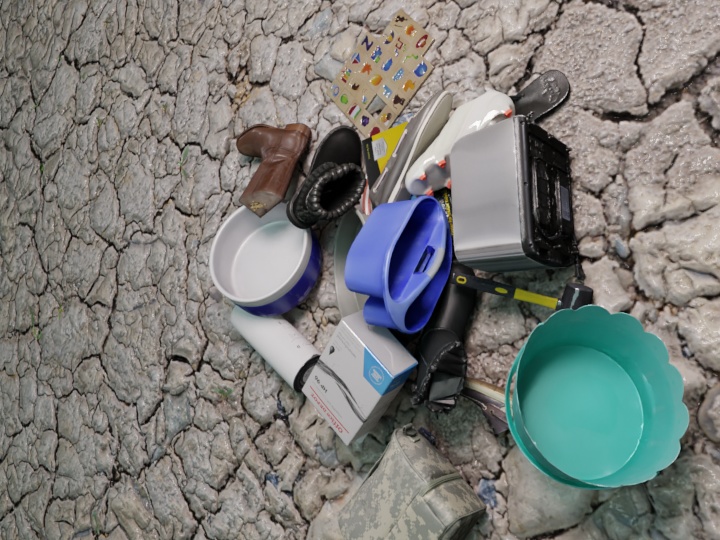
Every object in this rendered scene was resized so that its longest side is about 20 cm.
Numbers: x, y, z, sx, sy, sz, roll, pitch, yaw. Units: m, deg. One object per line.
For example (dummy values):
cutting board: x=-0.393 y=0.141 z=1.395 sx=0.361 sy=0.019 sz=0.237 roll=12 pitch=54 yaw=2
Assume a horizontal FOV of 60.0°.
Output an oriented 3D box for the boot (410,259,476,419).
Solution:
boot: x=0.125 y=0.095 z=0.898 sx=0.071 sy=0.163 sz=0.204 roll=19 pitch=102 yaw=-2

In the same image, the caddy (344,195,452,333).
caddy: x=0.066 y=-0.010 z=0.863 sx=0.103 sy=0.143 sz=0.202 roll=2 pitch=46 yaw=35

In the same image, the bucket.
bucket: x=0.277 y=0.162 z=0.764 sx=0.200 sy=0.135 sz=0.214 roll=-3 pitch=68 yaw=7

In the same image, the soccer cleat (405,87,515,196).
soccer cleat: x=0.139 y=-0.186 z=0.911 sx=0.198 sy=0.070 sz=0.078 roll=-39 pitch=52 yaw=-1

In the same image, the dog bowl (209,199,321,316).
dog bowl: x=-0.170 y=-0.024 z=1.128 sx=0.194 sy=0.079 sz=0.206 roll=-9 pitch=63 yaw=17

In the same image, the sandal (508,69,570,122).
sandal: x=0.221 y=-0.228 z=0.939 sx=0.199 sy=0.045 sz=0.076 roll=-40 pitch=65 yaw=25

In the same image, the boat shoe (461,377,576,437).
boat shoe: x=0.209 y=0.206 z=0.887 sx=0.196 sy=0.071 sz=0.067 roll=19 pitch=90 yaw=29

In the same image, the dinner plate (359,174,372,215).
dinner plate: x=0.084 y=-0.120 z=1.036 sx=0.196 sy=0.024 sz=0.207 roll=-4 pitch=83 yaw=35

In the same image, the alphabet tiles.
alphabet tiles: x=0.039 y=-0.350 z=1.103 sx=0.201 sy=0.007 sz=0.168 roll=-50 pitch=60 yaw=20

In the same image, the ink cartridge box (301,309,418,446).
ink cartridge box: x=-0.013 y=0.173 z=0.934 sx=0.116 sy=0.067 sz=0.203 roll=44 pitch=126 yaw=22

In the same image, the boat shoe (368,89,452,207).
boat shoe: x=0.070 y=-0.181 z=0.934 sx=0.056 sy=0.066 sz=0.204 roll=33 pitch=107 yaw=27

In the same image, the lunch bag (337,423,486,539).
lunch bag: x=0.066 y=0.357 z=0.927 sx=0.167 sy=0.138 sz=0.203 roll=42 pitch=107 yaw=29

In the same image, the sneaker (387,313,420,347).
sneaker: x=0.037 y=0.136 z=0.976 sx=0.059 sy=0.200 sz=0.107 roll=23 pitch=70 yaw=-7

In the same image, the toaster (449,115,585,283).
toaster: x=0.216 y=-0.085 z=0.850 sx=0.116 sy=0.178 sz=0.207 roll=-8 pitch=81 yaw=38

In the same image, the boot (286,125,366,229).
boot: x=-0.036 y=-0.163 z=1.026 sx=0.215 sy=0.078 sz=0.157 roll=-64 pitch=18 yaw=-16

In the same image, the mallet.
mallet: x=0.225 y=0.024 z=0.870 sx=0.195 sy=0.041 sz=0.068 roll=22 pitch=104 yaw=10

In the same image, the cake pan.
cake pan: x=0.000 y=0.000 z=1.015 sx=0.200 sy=0.036 sz=0.207 roll=178 pitch=90 yaw=-71

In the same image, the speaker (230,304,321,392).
speaker: x=-0.153 y=0.128 z=1.140 sx=0.199 sy=0.080 sz=0.083 roll=38 pitch=106 yaw=31

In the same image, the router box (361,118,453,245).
router box: x=0.086 y=-0.129 z=0.990 sx=0.146 sy=0.051 sz=0.207 roll=-16 pitch=78 yaw=32

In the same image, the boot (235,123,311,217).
boot: x=-0.192 y=-0.183 z=1.156 sx=0.182 sy=0.065 sz=0.204 roll=-6 pitch=51 yaw=32
